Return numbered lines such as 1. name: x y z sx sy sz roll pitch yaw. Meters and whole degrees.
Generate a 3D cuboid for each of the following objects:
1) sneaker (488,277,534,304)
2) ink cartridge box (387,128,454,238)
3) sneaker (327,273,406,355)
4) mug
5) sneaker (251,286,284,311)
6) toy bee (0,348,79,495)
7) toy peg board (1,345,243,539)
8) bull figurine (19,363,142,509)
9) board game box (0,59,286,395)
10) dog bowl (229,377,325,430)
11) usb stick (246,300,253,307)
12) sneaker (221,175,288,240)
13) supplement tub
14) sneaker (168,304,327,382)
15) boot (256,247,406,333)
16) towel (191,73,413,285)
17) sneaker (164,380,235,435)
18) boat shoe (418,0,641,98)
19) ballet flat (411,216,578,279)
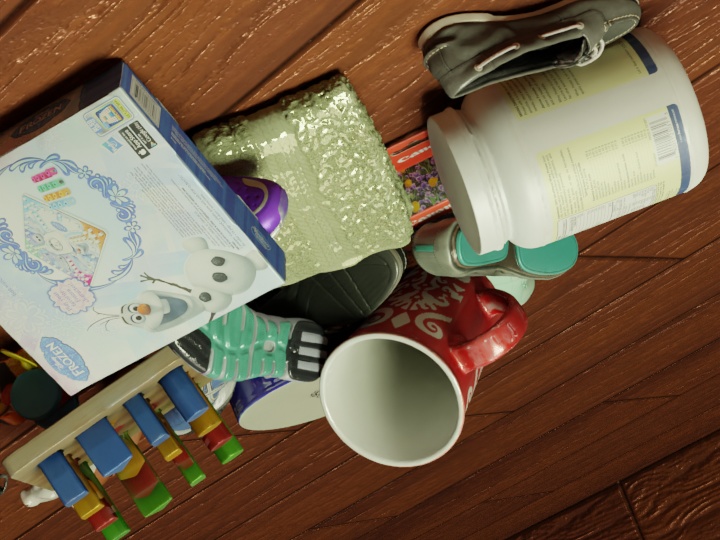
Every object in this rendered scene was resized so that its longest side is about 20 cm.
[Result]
1. sneaker: 0.177 -0.015 1.759 0.118 0.074 0.200 -20 160 18
2. ink cartridge box: 0.080 -0.075 1.527 0.109 0.050 0.200 -25 162 12
3. sneaker: 0.014 0.050 1.720 0.084 0.200 0.121 -23 125 37
4. mug: 0.077 0.077 1.557 0.177 0.133 0.200 2 -156 18
5. sneaker: -0.133 0.046 1.632 0.200 0.076 0.088 6 160 -44
6. toy bee: -0.317 0.103 1.553 0.200 0.109 0.131 -40 162 -26
7. toy peg board: -0.202 0.165 1.551 0.200 0.098 0.199 -36 171 -6
8. bull figurine: -0.272 0.181 1.733 0.200 0.065 0.121 -50 179 -27
9. board game box: -0.191 -0.025 1.211 0.199 0.043 0.200 -28 123 17
10. dog bowl: -0.053 0.100 1.834 0.200 0.079 0.200 -19 162 -7
11. usb stick: -0.151 0.018 1.451 0.055 0.033 0.200 -32 162 13
12. sneaker: -0.158 -0.048 1.259 0.200 0.070 0.100 -7 144 15
13. supplement tub: 0.169 -0.104 1.390 0.200 0.145 0.145 -20 162 -4
14. sneaker: -0.121 0.062 1.461 0.088 0.074 0.200 2 167 40
15. boot: -0.001 -0.001 1.561 0.204 0.073 0.154 -37 180 44
16. towel: -0.041 -0.064 1.349 0.148 0.036 0.200 -23 139 2
17. sneaker: -0.169 0.104 1.747 0.077 0.076 0.200 3 141 -39
18. boat shoe: 0.139 -0.171 1.307 0.200 0.057 0.067 -12 160 -26
19. ballet flat: 0.123 -0.025 1.567 0.064 0.067 0.200 -2 178 42
